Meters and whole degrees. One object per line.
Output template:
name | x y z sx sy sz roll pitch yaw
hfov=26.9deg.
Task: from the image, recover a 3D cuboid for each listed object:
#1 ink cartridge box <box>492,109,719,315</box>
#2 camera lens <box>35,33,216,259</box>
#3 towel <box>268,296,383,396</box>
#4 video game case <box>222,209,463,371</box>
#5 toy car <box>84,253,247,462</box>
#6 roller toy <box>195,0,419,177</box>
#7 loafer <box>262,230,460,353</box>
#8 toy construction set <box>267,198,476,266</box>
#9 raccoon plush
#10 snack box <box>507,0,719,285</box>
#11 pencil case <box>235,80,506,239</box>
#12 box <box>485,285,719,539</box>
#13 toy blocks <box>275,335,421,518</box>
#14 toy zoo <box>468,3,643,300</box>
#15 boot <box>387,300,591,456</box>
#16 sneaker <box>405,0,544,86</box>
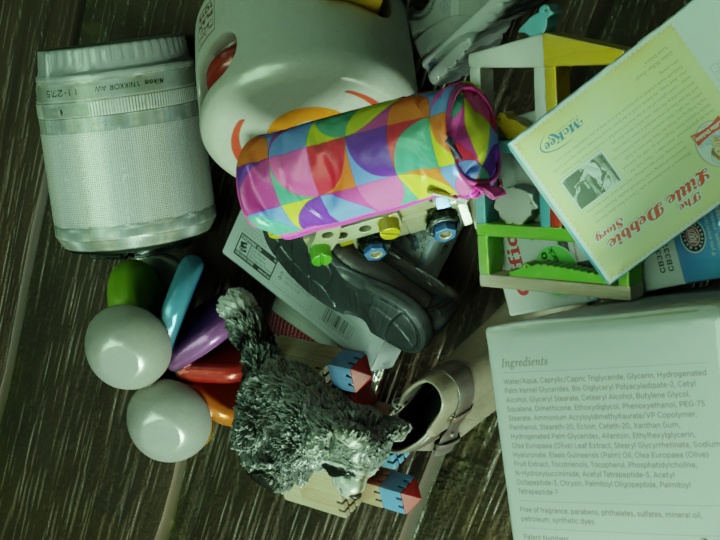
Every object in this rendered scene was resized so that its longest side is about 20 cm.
ink cartridge box | 0.208 -0.065 1.115 0.198 0.145 0.149 -13 93 41
camera lens | -0.227 -0.119 1.453 0.158 0.159 0.203 2 103 39
towel | -0.032 0.067 1.436 0.143 0.023 0.202 32 119 32
video game case | -0.012 -0.042 1.353 0.199 0.045 0.183 37 113 26
toy car | -0.162 0.071 1.445 0.148 0.175 0.202 -20 111 17
roller toy | -0.047 -0.167 1.236 0.180 0.200 0.141 -13 59 12
loafer | 0.000 0.000 1.296 0.199 0.063 0.072 35 143 31
toy construction set | 0.019 -0.061 1.208 0.197 0.131 0.093 -3 61 17
raccoon plush | -0.048 0.094 1.224 0.133 0.096 0.202 -30 89 44
snack box | 0.208 -0.096 0.980 0.199 0.037 0.117 -37 87 13
pencil case | 0.006 -0.076 1.086 0.198 0.088 0.090 -10 96 32
box | 0.226 0.103 1.039 0.198 0.198 0.174 -6 92 44
toy blocks | -0.019 0.145 1.346 0.135 0.100 0.202 9 125 37
toy zoo | 0.136 -0.085 1.059 0.130 0.020 0.203 6 104 40
boot | 0.101 0.079 1.244 0.070 0.145 0.201 46 127 20
sneaker | 0.100 -0.234 1.204 0.200 0.074 0.083 -42 77 39
